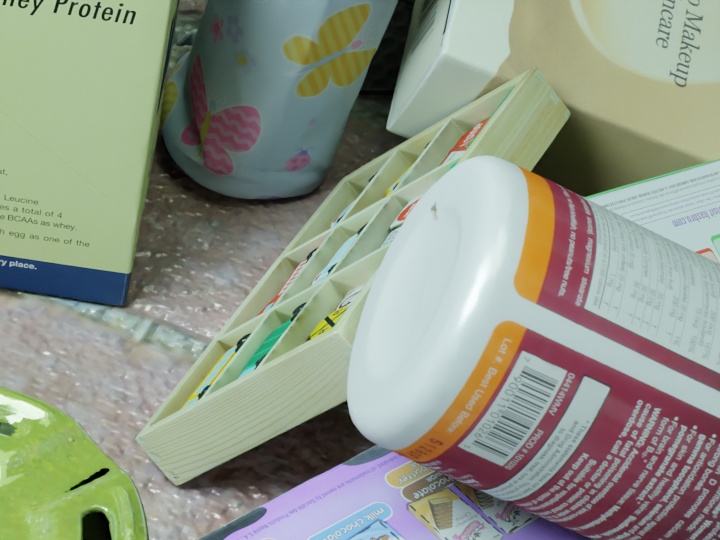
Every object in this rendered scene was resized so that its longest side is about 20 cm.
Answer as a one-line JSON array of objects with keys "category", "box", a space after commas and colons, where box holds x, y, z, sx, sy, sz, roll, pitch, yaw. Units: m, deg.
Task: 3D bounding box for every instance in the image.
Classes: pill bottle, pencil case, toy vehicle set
[{"category": "pill bottle", "box": [0.104, 0.046, 0.934, 0.199, 0.110, 0.110, 25, 37, -17]}, {"category": "pencil case", "box": [-0.026, -0.124, 1.137, 0.083, 0.201, 0.091, -4, 50, -28]}, {"category": "toy vehicle set", "box": [0.000, 0.000, 1.062, 0.027, 0.124, 0.200, 51, 41, -12]}]

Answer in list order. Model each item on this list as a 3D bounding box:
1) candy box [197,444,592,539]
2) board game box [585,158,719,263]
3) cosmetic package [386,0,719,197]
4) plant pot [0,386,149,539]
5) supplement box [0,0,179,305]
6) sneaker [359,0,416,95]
[{"category": "candy box", "box": [0.038, 0.159, 0.925, 0.167, 0.072, 0.200, -24, 52, -36]}, {"category": "board game box", "box": [0.152, 0.056, 1.047, 0.152, 0.040, 0.201, -15, 68, -29]}, {"category": "cosmetic package", "box": [0.121, -0.083, 1.171, 0.199, 0.071, 0.106, 20, 58, -13]}, {"category": "plant pot", "box": [-0.134, 0.141, 0.809, 0.199, 0.191, 0.201, 8, 40, -7]}, {"category": "supplement box", "box": [-0.175, -0.116, 1.083, 0.199, 0.201, 0.135, 8, 41, -5]}, {"category": "sneaker", "box": [0.024, -0.158, 1.269, 0.201, 0.077, 0.147, 8, 49, -18]}]
